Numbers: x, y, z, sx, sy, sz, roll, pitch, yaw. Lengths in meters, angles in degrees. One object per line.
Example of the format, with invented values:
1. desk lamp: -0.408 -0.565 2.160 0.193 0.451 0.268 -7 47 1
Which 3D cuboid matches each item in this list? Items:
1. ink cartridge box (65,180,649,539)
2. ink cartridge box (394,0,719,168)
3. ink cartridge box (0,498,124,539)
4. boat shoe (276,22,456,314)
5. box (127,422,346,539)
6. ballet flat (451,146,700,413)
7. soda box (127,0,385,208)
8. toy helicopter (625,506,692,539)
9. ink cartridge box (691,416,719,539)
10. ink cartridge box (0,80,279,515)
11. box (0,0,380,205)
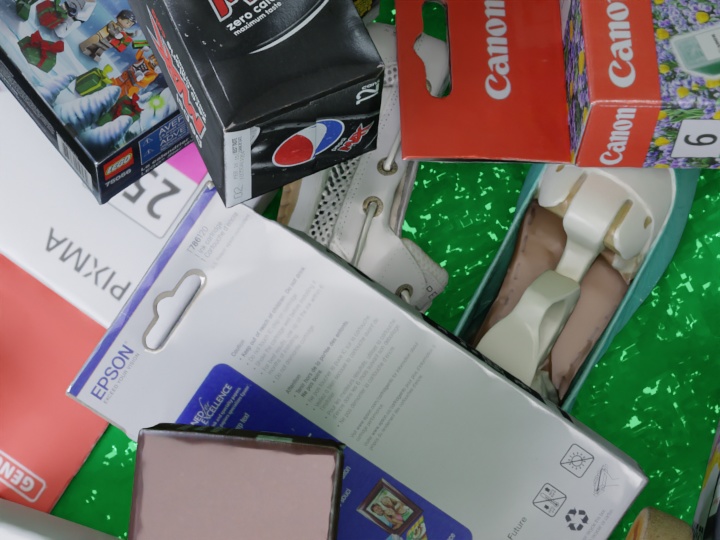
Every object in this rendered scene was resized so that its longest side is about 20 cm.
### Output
1. ink cartridge box: -0.001 0.059 0.982 0.200 0.039 0.100 35 95 -7
2. ink cartridge box: 0.115 -0.097 1.016 0.199 0.050 0.109 0 61 -5
3. ink cartridge box: -0.084 0.187 1.020 0.199 0.085 0.145 19 90 3
4. boat shoe: 0.000 0.000 1.033 0.069 0.071 0.201 10 87 4
5. box: -0.049 0.154 0.892 0.075 0.100 0.201 8 87 0
6. ballet flat: 0.082 0.003 1.031 0.067 0.070 0.201 27 88 3
7. soda box: -0.060 -0.129 0.955 0.063 0.071 0.201 -22 70 -11
8. toy helicopter: 0.076 0.179 0.968 0.079 0.132 0.201 21 114 2
9. ink cartridge box: 0.177 0.073 0.988 0.082 0.146 0.201 15 88 3
10. ink cartridge box: -0.160 -0.024 1.053 0.200 0.044 0.174 34 87 2
11. box: -0.105 -0.141 1.019 0.137 0.040 0.200 -36 73 -16
